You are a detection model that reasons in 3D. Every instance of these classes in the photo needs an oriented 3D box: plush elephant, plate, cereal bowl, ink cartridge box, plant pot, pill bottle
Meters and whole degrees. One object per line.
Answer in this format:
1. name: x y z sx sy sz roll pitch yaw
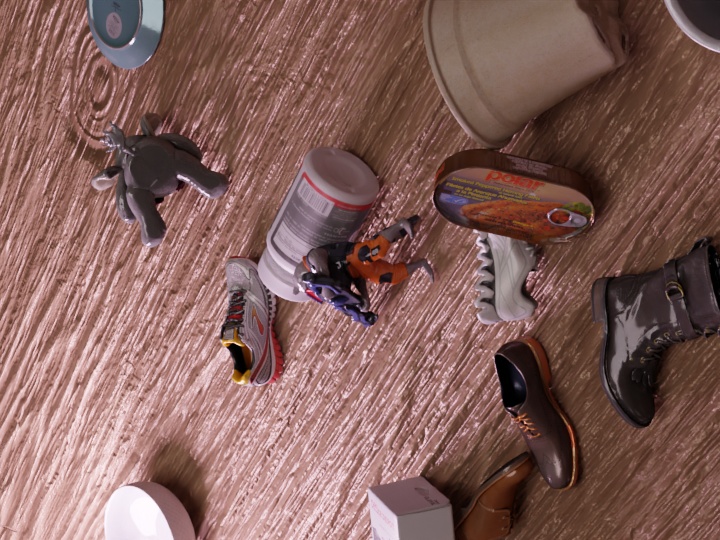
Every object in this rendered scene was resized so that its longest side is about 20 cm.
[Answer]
1. plush elephant: -0.330 -0.157 2.026 0.165 0.155 0.200 -44 105 -1
2. plate: -0.387 -0.425 2.089 0.198 0.025 0.204 11 107 39
3. cereal bowl: -0.345 0.453 2.212 0.198 0.083 0.203 11 106 40
4. ink cartridge box: 0.074 0.402 1.779 0.146 0.082 0.203 -159 62 -74
5. plant pot: 0.201 -0.266 1.496 0.182 0.200 0.203 -20 86 31
6. pill bottle: -0.063 -0.062 1.816 0.114 0.113 0.201 47 127 24

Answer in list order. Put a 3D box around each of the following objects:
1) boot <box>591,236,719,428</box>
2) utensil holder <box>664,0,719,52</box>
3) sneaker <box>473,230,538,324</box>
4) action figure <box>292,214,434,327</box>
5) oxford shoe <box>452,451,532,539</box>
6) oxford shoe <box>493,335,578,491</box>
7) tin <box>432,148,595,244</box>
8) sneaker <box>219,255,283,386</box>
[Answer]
1. boot: 0.357 0.075 1.494 0.173 0.069 0.203 -15 87 44
2. utensil holder: 0.413 -0.300 1.268 0.168 0.199 0.173 10 106 40
3. sneaker: 0.184 -0.034 1.636 0.080 0.075 0.203 -1 97 22
4. action figure: 0.000 0.000 1.762 0.191 0.200 0.106 -13 66 13
5. oxford shoe: 0.184 0.307 1.710 0.071 0.071 0.201 47 139 18
6. oxford shoe: 0.215 0.188 1.646 0.071 0.072 0.203 -25 83 42
7. tin: 0.183 -0.088 1.550 0.112 0.197 0.042 115 165 -56
8. sneaker: -0.172 0.078 1.969 0.077 0.082 0.203 -10 93 43
